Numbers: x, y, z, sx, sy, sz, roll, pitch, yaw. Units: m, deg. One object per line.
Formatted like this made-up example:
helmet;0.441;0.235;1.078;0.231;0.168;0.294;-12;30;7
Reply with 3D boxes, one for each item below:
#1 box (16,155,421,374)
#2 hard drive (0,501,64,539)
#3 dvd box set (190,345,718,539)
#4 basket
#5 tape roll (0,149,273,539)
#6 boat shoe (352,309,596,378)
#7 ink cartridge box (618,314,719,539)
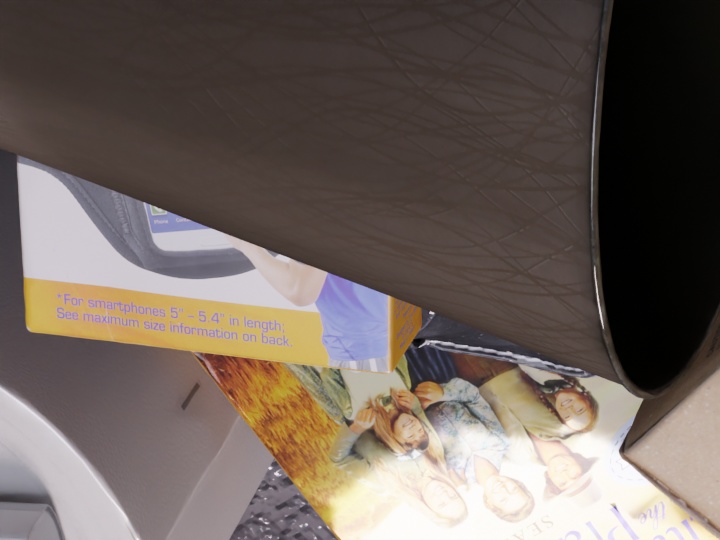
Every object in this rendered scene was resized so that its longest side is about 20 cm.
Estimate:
box;-0.042;-0.072;0.841;0.118;0.042;0.201;6;117;15
hard drive;-0.185;0.135;1.016;0.199;0.027;0.133;1;124;22
dvd box set;0.048;0.051;1.009;0.146;0.029;0.200;-31;109;15
basket;-0.006;-0.076;0.723;0.199;0.136;0.182;11;99;25
tape roll;-0.141;0.063;1.053;0.201;0.139;0.204;12;127;16
boat shoe;0.000;0.000;0.921;0.199;0.068;0.072;24;151;-3
ink cartridge box;0.173;-0.025;0.820;0.075;0.200;0.165;38;130;-6
